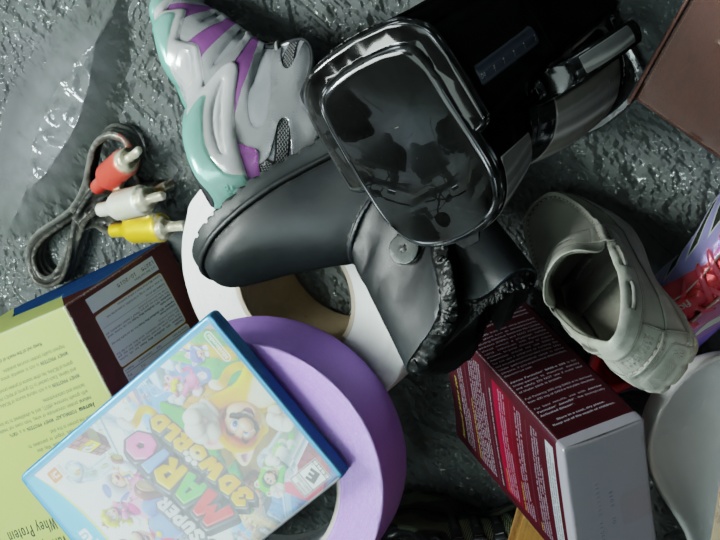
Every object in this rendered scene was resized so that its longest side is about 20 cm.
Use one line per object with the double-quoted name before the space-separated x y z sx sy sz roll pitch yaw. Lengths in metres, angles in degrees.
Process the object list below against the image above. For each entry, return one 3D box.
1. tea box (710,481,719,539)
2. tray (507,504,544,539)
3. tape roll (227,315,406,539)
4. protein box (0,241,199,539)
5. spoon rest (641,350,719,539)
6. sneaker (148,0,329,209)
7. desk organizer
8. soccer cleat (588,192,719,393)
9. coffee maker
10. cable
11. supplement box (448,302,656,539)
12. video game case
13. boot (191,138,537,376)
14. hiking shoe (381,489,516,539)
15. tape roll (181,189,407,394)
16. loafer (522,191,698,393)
"tea box" 0.332 0.090 1.220 0.195 0.133 0.202 19 122 25
"tray" 0.135 0.257 1.410 0.098 0.037 0.202 25 119 22
"tape roll" -0.070 0.137 1.439 0.198 0.066 0.202 4 106 15
"protein box" -0.209 0.116 1.607 0.198 0.135 0.201 -21 99 39
"spoon rest" 0.221 0.137 1.356 0.061 0.099 0.201 41 142 38
"sneaker" -0.064 -0.143 1.413 0.139 0.078 0.201 -21 58 4
"desk organizer" 0.243 -0.166 1.193 0.077 0.072 0.201 35 128 12
"soccer cleat" 0.215 0.013 1.299 0.067 0.076 0.200 45 130 7
"coffee maker" 0.056 -0.132 1.254 0.192 0.200 0.135 42 129 9
"cable" -0.216 -0.046 1.584 0.199 0.050 0.098 -24 97 39
"supplement box" 0.121 0.104 1.345 0.200 0.060 0.110 -132 27 -56
"video game case" -0.125 0.141 1.411 0.200 0.018 0.143 -39 92 23
"boot" 0.000 0.000 1.321 0.199 0.076 0.169 -33 65 12
"hiking shoe" 0.086 0.214 1.474 0.199 0.101 0.076 -1 113 35
"tape roll" -0.031 0.001 1.468 0.201 0.071 0.204 15 120 27
"loafer" 0.146 0.003 1.287 0.069 0.200 0.070 27 105 -31
